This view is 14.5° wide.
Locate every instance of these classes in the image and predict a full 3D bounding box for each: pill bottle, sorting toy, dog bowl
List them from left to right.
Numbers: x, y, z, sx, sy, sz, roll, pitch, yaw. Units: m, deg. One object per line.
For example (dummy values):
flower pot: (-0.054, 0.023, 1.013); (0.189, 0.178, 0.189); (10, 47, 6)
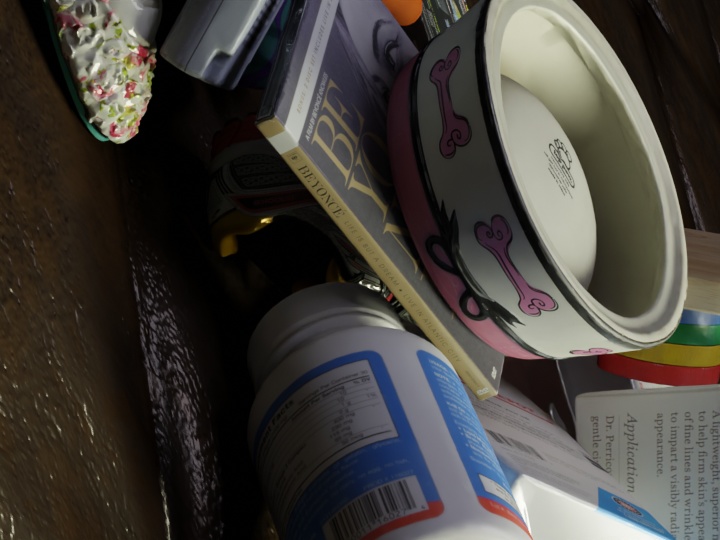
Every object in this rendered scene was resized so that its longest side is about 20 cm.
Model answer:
pill bottle: (0.009, 0.098, 1.359); (0.112, 0.112, 0.200); (55, 8, -40)
dog bowl: (0.087, -0.044, 1.444); (0.200, 0.074, 0.201); (40, 38, -41)
sorting toy: (0.135, 0.014, 1.623); (0.199, 0.199, 0.070); (-16, 115, -69)

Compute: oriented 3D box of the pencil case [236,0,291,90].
pencil case: (-0.044, -0.200, 1.568); (0.085, 0.092, 0.201); (13, -71, 62)

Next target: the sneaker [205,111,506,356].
sneaker: (0.000, 0.000, 1.497); (0.199, 0.078, 0.082); (27, 49, -19)

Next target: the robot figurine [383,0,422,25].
robot figurine: (-0.003, -0.237, 1.767); (0.144, 0.117, 0.200); (36, 8, 32)

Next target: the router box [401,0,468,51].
router box: (0.039, -0.141, 1.913); (0.150, 0.062, 0.201); (27, 43, -66)

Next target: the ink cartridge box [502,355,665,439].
ink cartridge box: (0.140, 0.119, 1.786); (0.200, 0.125, 0.129); (32, 39, -64)

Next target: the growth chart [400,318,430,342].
growth chart: (0.023, 0.029, 1.610); (0.200, 0.018, 0.145); (-66, 141, -50)

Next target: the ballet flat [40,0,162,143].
ballet flat: (-0.130, -0.163, 1.358); (0.076, 0.064, 0.201); (2, 67, -71)

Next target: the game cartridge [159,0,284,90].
game cartridge: (-0.051, -0.156, 1.429); (0.040, 0.134, 0.200); (33, 2, -2)

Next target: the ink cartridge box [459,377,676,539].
ink cartridge box: (0.066, 0.108, 1.485); (0.116, 0.068, 0.200); (26, 10, -31)

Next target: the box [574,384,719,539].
box: (0.211, 0.172, 1.580); (0.200, 0.130, 0.200); (21, 67, -64)

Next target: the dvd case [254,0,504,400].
dvd case: (0.022, -0.053, 1.429); (0.200, 0.016, 0.149); (50, 34, -29)
